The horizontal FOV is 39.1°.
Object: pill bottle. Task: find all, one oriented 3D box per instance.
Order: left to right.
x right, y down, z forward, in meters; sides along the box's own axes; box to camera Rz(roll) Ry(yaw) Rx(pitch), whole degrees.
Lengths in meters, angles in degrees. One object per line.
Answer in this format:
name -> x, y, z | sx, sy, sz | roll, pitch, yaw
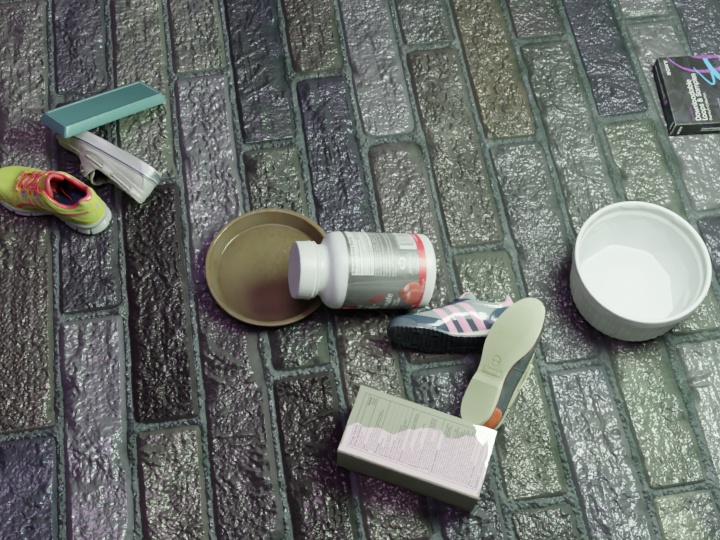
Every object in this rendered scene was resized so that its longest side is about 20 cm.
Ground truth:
pill bottle -> 0.000, 0.000, 1.467 | 0.199, 0.111, 0.111 | 1, 62, -16

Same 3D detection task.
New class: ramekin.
ramekin -> 0.405, 0.009, 1.502 | 0.199, 0.105, 0.201 | 0, 62, -1

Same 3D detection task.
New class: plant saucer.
plant saucer -> -0.407, -0.261, 1.614 | 0.070, 0.019, 0.200 | 32, 42, 29
plant saucer -> -0.135, -0.002, 1.532 | 0.199, 0.030, 0.201 | 0, 62, -1

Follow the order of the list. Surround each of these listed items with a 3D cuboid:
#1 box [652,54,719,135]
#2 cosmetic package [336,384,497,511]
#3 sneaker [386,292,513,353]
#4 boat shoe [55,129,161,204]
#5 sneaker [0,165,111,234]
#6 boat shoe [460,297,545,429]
box -> 0.605, -0.299, 1.708 | 0.198, 0.036, 0.144 | -4, 63, -3
cosmetic package -> 0.076, 0.243, 1.387 | 0.199, 0.073, 0.104 | 18, 64, 8
sneaker -> 0.135, 0.072, 1.485 | 0.198, 0.070, 0.082 | 4, 57, -8
boat shoe -> -0.405, -0.165, 1.588 | 0.199, 0.072, 0.066 | 28, 80, 13
sneaker -> -0.478, -0.126, 1.550 | 0.199, 0.090, 0.079 | 16, 65, 8
boat shoe -> 0.206, 0.134, 1.422 | 0.071, 0.062, 0.201 | 22, 82, 40
